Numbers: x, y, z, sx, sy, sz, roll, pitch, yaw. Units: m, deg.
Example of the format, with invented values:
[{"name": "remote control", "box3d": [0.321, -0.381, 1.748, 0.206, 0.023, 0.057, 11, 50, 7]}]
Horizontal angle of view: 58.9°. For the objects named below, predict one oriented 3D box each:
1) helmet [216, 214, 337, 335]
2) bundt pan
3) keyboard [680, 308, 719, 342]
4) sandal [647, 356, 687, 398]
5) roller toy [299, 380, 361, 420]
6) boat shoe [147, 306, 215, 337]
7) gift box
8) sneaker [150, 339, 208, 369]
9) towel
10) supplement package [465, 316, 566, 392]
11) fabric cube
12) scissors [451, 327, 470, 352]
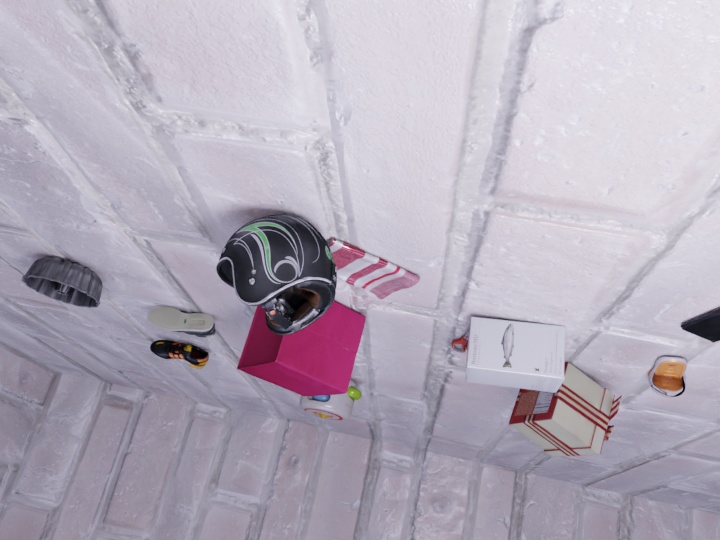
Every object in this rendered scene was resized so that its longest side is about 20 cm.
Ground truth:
[{"name": "helmet", "box3d": [-0.148, -0.004, 1.128, 0.199, 0.191, 0.201, -20, 146, -14]}, {"name": "bundt pan", "box3d": [-0.775, 0.026, 1.683, 0.201, 0.076, 0.202, 12, 156, 5]}, {"name": "keyboard", "box3d": [0.673, 0.090, 1.109, 0.126, 0.021, 0.200, 22, 157, -5]}, {"name": "sandal", "box3d": [0.678, 0.247, 1.412, 0.079, 0.060, 0.207, 3, 155, 24]}, {"name": "roller toy", "box3d": [-0.112, 0.434, 2.169, 0.182, 0.141, 0.200, 22, 156, -19]}, {"name": "boat shoe", "box3d": [-0.515, 0.153, 1.837, 0.199, 0.072, 0.068, 9, 153, 5]}, {"name": "gift box", "box3d": [0.510, 0.338, 1.568, 0.186, 0.201, 0.184, 37, 155, -13]}, {"name": "sneaker", "box3d": [-0.615, 0.272, 2.188, 0.199, 0.070, 0.090, 21, 141, -19]}, {"name": "towel", "box3d": [0.000, 0.000, 1.270, 0.199, 0.023, 0.144, 24, 154, -22]}, {"name": "supplement package", "box3d": [0.330, 0.181, 1.371, 0.199, 0.118, 0.117, 5, 157, 10]}, {"name": "fabric cube", "box3d": [-0.139, 0.169, 1.509, 0.199, 0.201, 0.196, 29, 153, -28]}, {"name": "scissors", "box3d": [0.245, 0.159, 1.508, 0.073, 0.014, 0.200, 6, 156, 17]}]
